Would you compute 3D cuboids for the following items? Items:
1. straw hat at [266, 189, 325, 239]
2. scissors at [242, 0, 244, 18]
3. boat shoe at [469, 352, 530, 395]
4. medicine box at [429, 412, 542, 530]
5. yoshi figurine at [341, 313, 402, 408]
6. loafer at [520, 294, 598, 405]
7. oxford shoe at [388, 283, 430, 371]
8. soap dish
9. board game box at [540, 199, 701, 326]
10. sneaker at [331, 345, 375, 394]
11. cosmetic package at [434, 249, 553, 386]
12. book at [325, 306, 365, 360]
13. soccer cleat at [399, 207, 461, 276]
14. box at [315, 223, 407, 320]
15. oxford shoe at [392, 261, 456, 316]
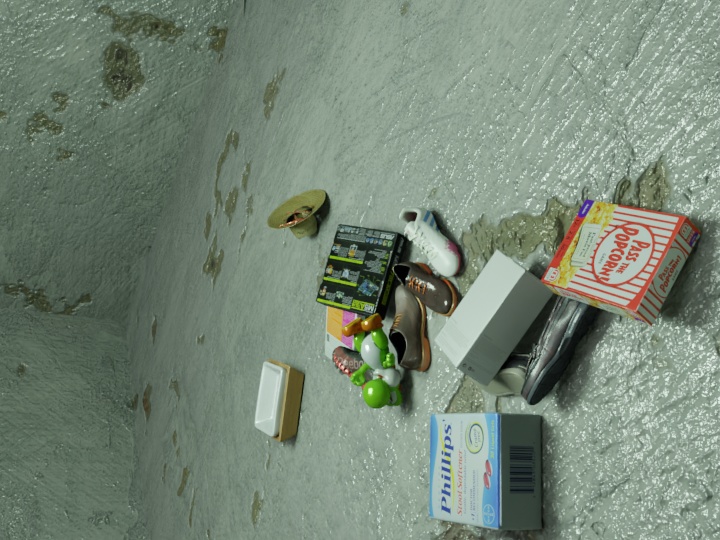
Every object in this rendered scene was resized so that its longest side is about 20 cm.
[{"bbox_3d":[-0.163,-0.136,2.167,0.200,0.199,0.086,27,149,59],"label":"straw hat"},{"bbox_3d":[-0.452,-1.080,3.019,0.073,0.014,0.205,-40,47,48],"label":"scissors"},{"bbox_3d":[0.256,0.178,1.385,0.063,0.073,0.199,-42,14,-20],"label":"boat shoe"},{"bbox_3d":[0.214,0.344,1.349,0.199,0.101,0.188,-18,66,57],"label":"medicine box"},{"bbox_3d":[0.027,0.204,1.637,0.112,0.110,0.204,-156,44,-80],"label":"yoshi figurine"},{"bbox_3d":[0.312,0.121,1.257,0.063,0.071,0.203,40,110,37],"label":"loafer"},{"bbox_3d":[0.096,0.114,1.651,0.071,0.071,0.204,-47,44,44],"label":"oxford shoe"},{"bbox_3d":[-0.225,0.358,2.154,0.156,0.079,0.206,4,86,61],"label":"soap dish"},{"bbox_3d":[0.381,-0.018,1.153,0.154,0.046,0.199,-60,30,-5],"label":"board game box"},{"bbox_3d":[0.010,0.214,1.766,0.199,0.070,0.100,35,108,45],"label":"sneaker"},{"bbox_3d":[0.228,0.080,1.344,0.202,0.084,0.108,-54,26,9],"label":"cosmetic package"},{"bbox_3d":[-0.036,0.134,1.879,0.133,0.047,0.206,31,120,54],"label":"book"},{"bbox_3d":[0.138,-0.059,1.610,0.071,0.084,0.202,-62,35,29],"label":"soccer cleat"},{"bbox_3d":[0.000,0.000,1.781,0.197,0.047,0.198,10,82,44],"label":"box"},{"bbox_3d":[0.131,0.039,1.609,0.200,0.071,0.073,40,116,57],"label":"oxford shoe"}]
